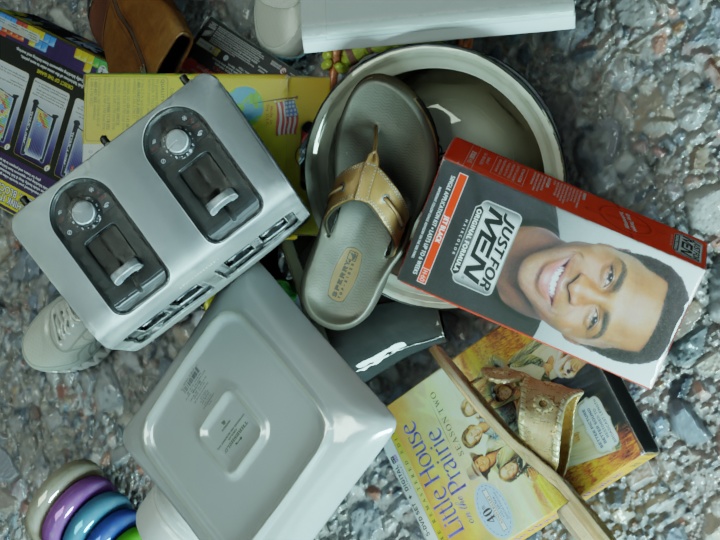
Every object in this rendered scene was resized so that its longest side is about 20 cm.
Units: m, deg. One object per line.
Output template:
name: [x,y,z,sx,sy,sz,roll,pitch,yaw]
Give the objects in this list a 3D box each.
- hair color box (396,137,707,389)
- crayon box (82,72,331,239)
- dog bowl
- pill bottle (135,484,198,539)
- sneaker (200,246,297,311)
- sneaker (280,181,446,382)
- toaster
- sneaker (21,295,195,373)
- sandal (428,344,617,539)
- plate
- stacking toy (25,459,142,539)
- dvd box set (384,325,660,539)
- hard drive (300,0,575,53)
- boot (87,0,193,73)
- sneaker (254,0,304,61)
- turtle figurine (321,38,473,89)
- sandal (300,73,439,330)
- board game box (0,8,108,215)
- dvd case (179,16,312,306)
hair color box: [0.137,-0.006,1.385,0.198,0.061,0.102,22,111,3]
crayon box: [-0.117,-0.088,1.520,0.198,0.051,0.128,2,89,10]
dog bowl: [0.062,-0.077,1.454,0.198,0.074,0.202,5,109,15]
pill bottle: [-0.090,0.151,1.566,0.114,0.113,0.200,49,114,26]
sneaker: [-0.107,-0.045,1.622,0.085,0.078,0.201,-27,77,19]
sneaker: [0.000,0.000,1.548,0.105,0.075,0.201,-20,56,2]
toaster: [-0.142,-0.038,1.411,0.180,0.200,0.119,-36,86,-1]
sneaker: [-0.234,0.035,1.696,0.199,0.081,0.076,-27,74,33]
sandal: [0.141,0.118,1.405,0.069,0.078,0.212,-39,74,5]
plate: [-0.090,0.123,1.478,0.200,0.032,0.200,48,114,30]
stacking toy: [-0.194,0.251,1.663,0.199,0.085,0.086,37,108,24]
dvd box set: [0.112,0.124,1.474,0.199,0.029,0.147,-36,68,28]
hard drive: [0.054,-0.224,1.445,0.198,0.026,0.133,-5,53,3]
boot: [-0.170,-0.240,1.614,0.189,0.068,0.201,-51,31,20]
sneaker: [-0.059,-0.272,1.587,0.076,0.081,0.202,12,96,33]
turtle figurine: [0.048,-0.219,1.518,0.199,0.064,0.163,-26,74,24]
sandal: [0.000,-0.043,1.413,0.081,0.055,0.201,25,112,7]
board game box: [-0.267,-0.124,1.742,0.199,0.056,0.167,28,105,33]
dvd case: [-0.126,-0.091,1.581,0.145,0.022,0.201,33,86,26]
